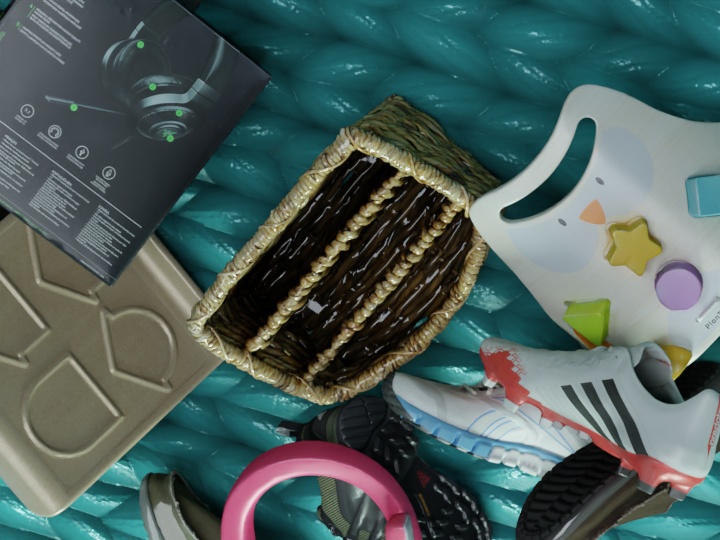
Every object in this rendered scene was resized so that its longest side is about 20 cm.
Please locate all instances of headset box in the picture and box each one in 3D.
[{"bbox_3d":[-0.183,-0.123,1.621,0.174,0.093,0.200,36,93,-12],"label":"headset box"}]

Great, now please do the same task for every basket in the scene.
[{"bbox_3d":[0.000,0.000,1.621,0.143,0.149,0.200,42,108,1],"label":"basket"}]

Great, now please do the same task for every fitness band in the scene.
[{"bbox_3d":[-0.026,0.213,1.663,0.143,0.037,0.201,2,117,16],"label":"fitness band"}]

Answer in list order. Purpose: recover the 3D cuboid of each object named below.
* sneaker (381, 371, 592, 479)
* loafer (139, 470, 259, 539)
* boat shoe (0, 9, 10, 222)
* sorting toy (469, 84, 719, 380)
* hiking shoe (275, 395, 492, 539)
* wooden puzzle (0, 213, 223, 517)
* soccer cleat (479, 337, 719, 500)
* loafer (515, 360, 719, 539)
[{"bbox_3d":[0.112,0.096,1.654,0.199,0.075,0.087,20,96,-15],"label":"sneaker"},{"bbox_3d":[-0.088,0.220,1.744,0.070,0.075,0.200,-37,103,14],"label":"loafer"},{"bbox_3d":[-0.284,-0.093,1.712,0.074,0.076,0.201,9,102,29],"label":"boat shoe"},{"bbox_3d":[0.176,-0.031,1.572,0.180,0.107,0.200,36,110,-14],"label":"sorting toy"},{"bbox_3d":[0.022,0.176,1.709,0.101,0.076,0.200,-11,117,48],"label":"hiking shoe"},{"bbox_3d":[-0.218,0.049,1.696,0.200,0.046,0.185,-43,99,-21],"label":"wooden puzzle"},{"bbox_3d":[0.161,0.077,1.556,0.200,0.069,0.085,32,100,43],"label":"soccer cleat"},{"bbox_3d":[0.193,0.145,1.609,0.200,0.073,0.071,-37,109,-20],"label":"loafer"}]
